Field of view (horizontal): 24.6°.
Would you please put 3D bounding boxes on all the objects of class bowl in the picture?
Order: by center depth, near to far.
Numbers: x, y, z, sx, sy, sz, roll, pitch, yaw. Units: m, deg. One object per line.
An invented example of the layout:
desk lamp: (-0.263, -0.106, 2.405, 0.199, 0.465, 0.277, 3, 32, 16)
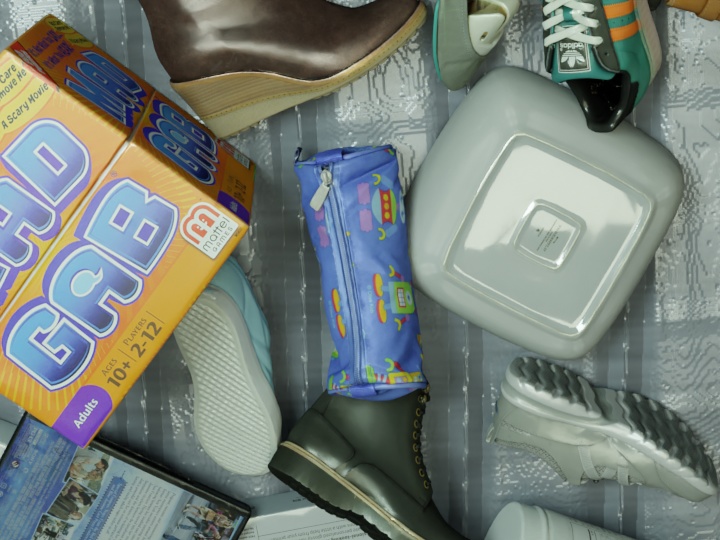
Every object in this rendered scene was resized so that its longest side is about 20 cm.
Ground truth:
bowl: (0.139, -0.035, 1.280, 0.199, 0.075, 0.201, 27, 104, -9)

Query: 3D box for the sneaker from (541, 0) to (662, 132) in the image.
sneaker: (0.164, -0.183, 1.190, 0.071, 0.080, 0.200, 5, 145, 36)

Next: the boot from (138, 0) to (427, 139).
boot: (-0.068, -0.206, 1.219, 0.199, 0.072, 0.167, -26, 108, 8)

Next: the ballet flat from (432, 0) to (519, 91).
ballet flat: (0.085, -0.211, 1.196, 0.063, 0.067, 0.201, 16, 134, 24)

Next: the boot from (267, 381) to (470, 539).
boot: (0.045, 0.151, 1.306, 0.199, 0.077, 0.139, 34, 75, -8)

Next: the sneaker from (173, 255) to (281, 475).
sneaker: (-0.093, 0.073, 1.302, 0.073, 0.082, 0.201, 7, 131, 16)

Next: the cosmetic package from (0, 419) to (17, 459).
cosmetic package: (-0.312, 0.222, 1.340, 0.150, 0.052, 0.201, 23, 103, -8)

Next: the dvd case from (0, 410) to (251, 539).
dvd case: (-0.205, 0.209, 1.312, 0.199, 0.018, 0.143, 27, 101, -13)

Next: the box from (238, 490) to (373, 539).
box: (-0.039, 0.282, 1.378, 0.154, 0.041, 0.202, -10, 107, 0)

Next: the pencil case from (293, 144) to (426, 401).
pencil case: (0.000, 0.000, 1.252, 0.077, 0.087, 0.202, -9, 88, 26)

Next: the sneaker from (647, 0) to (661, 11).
sneaker: (0.210, -0.291, 1.213, 0.090, 0.076, 0.202, -14, 111, -9)

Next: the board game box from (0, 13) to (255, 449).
board game box: (-0.213, -0.036, 1.194, 0.199, 0.200, 0.200, 35, 101, -11)

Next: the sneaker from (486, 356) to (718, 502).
sneaker: (0.196, 0.142, 1.344, 0.199, 0.075, 0.082, 26, 117, -3)

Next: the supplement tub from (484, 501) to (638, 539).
supplement tub: (0.197, 0.279, 1.343, 0.198, 0.132, 0.133, 18, 104, -8)

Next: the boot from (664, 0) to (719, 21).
boot: (0.305, -0.189, 1.234, 0.154, 0.077, 0.202, 5, 100, -12)
